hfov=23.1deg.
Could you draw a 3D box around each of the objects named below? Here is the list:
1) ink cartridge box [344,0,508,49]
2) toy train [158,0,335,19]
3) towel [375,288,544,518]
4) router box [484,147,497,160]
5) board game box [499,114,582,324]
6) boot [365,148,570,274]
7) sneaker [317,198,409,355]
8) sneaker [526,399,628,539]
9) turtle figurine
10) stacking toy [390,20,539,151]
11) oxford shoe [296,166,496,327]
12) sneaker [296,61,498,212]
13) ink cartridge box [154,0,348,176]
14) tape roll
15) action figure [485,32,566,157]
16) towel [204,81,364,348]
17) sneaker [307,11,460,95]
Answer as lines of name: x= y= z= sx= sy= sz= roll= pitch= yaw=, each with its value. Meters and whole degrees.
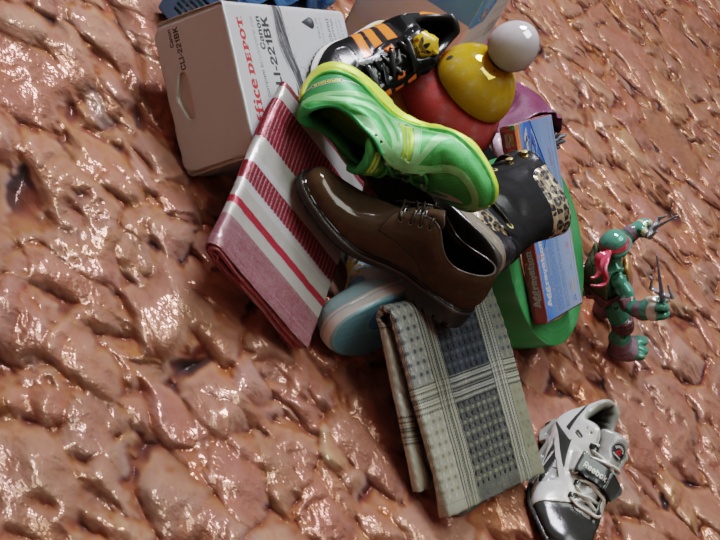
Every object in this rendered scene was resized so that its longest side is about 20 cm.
ink cartridge box: x=0.059 y=-0.255 z=1.893 sx=0.125 sy=0.200 sz=0.129 roll=35 pitch=28 yaw=8
toy train: x=-0.103 y=-0.272 z=1.746 sx=0.087 sy=0.114 sz=0.200 roll=49 pitch=26 yaw=20
towel: x=0.091 y=0.117 z=1.613 sx=0.192 sy=0.034 sz=0.201 roll=-12 pitch=85 yaw=-57
router box: x=0.100 y=-0.083 z=1.882 sx=0.149 sy=0.051 sz=0.200 roll=55 pitch=29 yaw=11
board game box: x=0.184 y=-0.054 z=1.788 sx=0.103 sy=0.019 sz=0.201 roll=-22 pitch=103 yaw=-62
boot: x=0.101 y=-0.085 z=1.679 sx=0.150 sy=0.073 sz=0.200 roll=-22 pitch=63 yaw=-46
sneaker: x=0.000 y=0.000 z=1.638 sx=0.131 sy=0.080 sz=0.200 roll=43 pitch=37 yaw=21
sneaker: x=0.215 y=0.194 z=1.695 sx=0.074 sy=0.088 sz=0.200 roll=40 pitch=32 yaw=-21
turtle figurine: x=0.290 y=0.006 z=1.929 sx=0.100 sy=0.200 sz=0.150 roll=4 pitch=54 yaw=6
stacking toy: x=0.105 y=-0.178 z=1.745 sx=0.146 sy=0.200 sz=0.146 roll=30 pitch=36 yaw=-25
oxford shoe: x=0.035 y=-0.040 z=1.554 sx=0.200 sy=0.084 sz=0.073 roll=33 pitch=33 yaw=-12
sneaker: x=0.028 y=-0.103 z=1.558 sx=0.200 sy=0.074 sz=0.084 roll=31 pitch=50 yaw=0
ink cartridge box: x=-0.087 y=-0.167 z=1.643 sx=0.200 sy=0.084 sz=0.145 roll=-8 pitch=84 yaw=-56
tape roll: x=0.173 y=-0.020 z=1.828 sx=0.200 sy=0.048 sz=0.201 roll=23 pitch=64 yaw=-57
action figure: x=0.150 y=-0.209 z=2.086 sx=0.149 sy=0.134 sz=0.200 roll=-36 pitch=70 yaw=-19
towel: x=-0.064 y=-0.049 z=1.548 sx=0.144 sy=0.023 sz=0.200 roll=52 pitch=42 yaw=-35
sneaker: x=0.026 y=-0.202 z=1.664 sx=0.200 sy=0.090 sz=0.070 roll=-44 pitch=113 yaw=-53
